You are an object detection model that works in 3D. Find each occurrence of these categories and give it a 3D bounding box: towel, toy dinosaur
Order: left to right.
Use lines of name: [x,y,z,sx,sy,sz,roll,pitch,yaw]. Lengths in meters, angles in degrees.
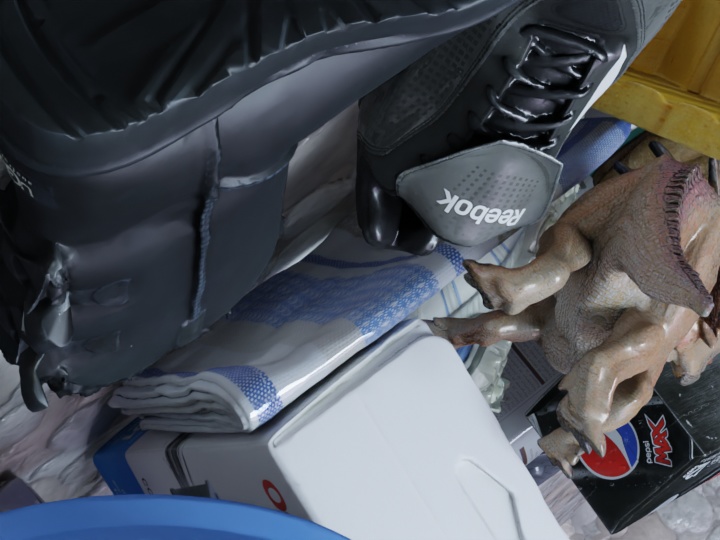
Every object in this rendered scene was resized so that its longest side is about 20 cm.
towel: [0.000,0.000,0.781,0.200,0.024,0.147,-37,-168,-21]
toy dinosaur: [0.102,-0.002,0.711,0.135,0.086,0.200,-38,170,-14]

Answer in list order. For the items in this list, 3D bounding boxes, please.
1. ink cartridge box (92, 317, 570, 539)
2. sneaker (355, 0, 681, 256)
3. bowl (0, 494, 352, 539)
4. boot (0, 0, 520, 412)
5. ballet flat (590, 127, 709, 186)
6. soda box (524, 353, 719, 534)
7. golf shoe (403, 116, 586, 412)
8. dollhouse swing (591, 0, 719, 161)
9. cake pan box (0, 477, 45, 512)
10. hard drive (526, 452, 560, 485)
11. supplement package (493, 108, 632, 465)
ink cartridge box: [-0.010,0.108,0.798,0.086,0.147,0.200,-35,-171,-24]
sneaker: [0.049,-0.055,0.634,0.200,0.066,0.091,146,-43,-61]
bowl: [-0.073,0.137,0.661,0.200,0.040,0.201,-3,143,-2]
boot: [-0.031,-0.044,0.577,0.198,0.073,0.163,-29,160,-21]
ballet flat: [0.193,-0.078,0.875,0.200,0.072,0.068,-41,169,10]
soda box: [0.162,0.054,0.916,0.063,0.071,0.200,-46,162,33]
golf shoe: [0.039,-0.007,0.885,0.078,0.097,0.200,85,29,-58]
dollhouse swing: [0.197,-0.116,0.749,0.182,0.200,0.176,4,110,-60]
cake pan box: [-0.090,0.192,0.861,0.052,0.200,0.184,-42,169,-11]
hard drive: [0.015,0.118,1.101,0.199,0.042,0.135,-9,161,-24]
supplement package: [0.075,0.026,0.984,0.200,0.114,0.110,-38,166,-3]
